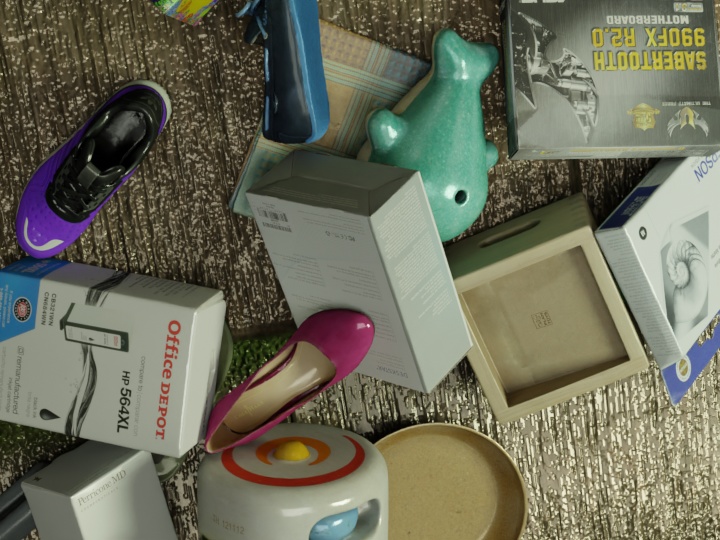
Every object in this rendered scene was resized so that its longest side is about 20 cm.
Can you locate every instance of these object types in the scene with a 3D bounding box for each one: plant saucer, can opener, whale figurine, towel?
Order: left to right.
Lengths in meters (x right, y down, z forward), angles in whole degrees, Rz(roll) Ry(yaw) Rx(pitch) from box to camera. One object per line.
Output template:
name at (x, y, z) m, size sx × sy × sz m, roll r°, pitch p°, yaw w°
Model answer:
can opener at (-0.378, 0.264, 1.570) m, size 0.200 × 0.053 × 0.066 m, roll -37°, pitch 144°, yaw 2°
towel at (-0.025, -0.128, 1.521) m, size 0.146 × 0.022 × 0.201 m, roll 19°, pitch 102°, yaw -14°
plant saucer at (0.071, 0.243, 1.637) m, size 0.199 × 0.035 × 0.201 m, roll -2°, pitch 107°, yaw -6°
whale figurine at (0.077, -0.118, 1.479) m, size 0.159 × 0.104 × 0.201 m, roll 14°, pitch 103°, yaw -38°

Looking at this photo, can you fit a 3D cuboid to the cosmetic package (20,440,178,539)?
cosmetic package at (-0.242, 0.274, 1.556) m, size 0.107 × 0.085 × 0.201 m, roll -33°, pitch 119°, yaw -39°

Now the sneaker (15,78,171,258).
sneaker at (-0.252, -0.090, 1.459) m, size 0.069 × 0.100 × 0.200 m, roll 38°, pitch 99°, yaw -14°

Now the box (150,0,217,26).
box at (-0.152, -0.351, 1.358) m, size 0.193 × 0.122 × 0.200 m, roll 45°, pitch 97°, yaw 1°

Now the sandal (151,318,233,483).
sandal at (-0.175, 0.124, 1.558) m, size 0.079 × 0.057 × 0.202 m, roll 14°, pitch 105°, yaw -11°

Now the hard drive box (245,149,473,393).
hard drive box at (0.000, 0.000, 1.462) m, size 0.077 × 0.155 × 0.201 m, roll -43°, pitch 130°, yaw -33°

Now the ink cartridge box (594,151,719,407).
ink cartridge box at (0.321, -0.005, 1.529) m, size 0.200 × 0.040 × 0.201 m, roll -44°, pitch 115°, yaw -39°

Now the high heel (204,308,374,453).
high heel at (-0.065, 0.107, 1.462) m, size 0.067 × 0.096 × 0.200 m, roll 43°, pitch 131°, yaw -8°

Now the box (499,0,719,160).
box at (0.233, -0.186, 1.488) m, size 0.199 × 0.048 × 0.159 m, roll -1°, pitch 80°, yaw -6°

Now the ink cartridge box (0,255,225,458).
ink cartridge box at (-0.238, 0.078, 1.488) m, size 0.199 × 0.084 × 0.147 m, roll 10°, pitch 102°, yaw 12°

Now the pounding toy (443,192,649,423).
pounding toy at (0.200, 0.033, 1.553) m, size 0.199 × 0.142 × 0.185 m, roll -22°, pitch 108°, yaw 11°

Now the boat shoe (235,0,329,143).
boat shoe at (-0.078, -0.214, 1.445) m, size 0.068 × 0.084 × 0.201 m, roll -6°, pitch 88°, yaw 19°

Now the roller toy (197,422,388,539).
roller toy at (-0.064, 0.227, 1.518) m, size 0.181 × 0.200 × 0.140 m, roll 1°, pitch 108°, yaw 4°
